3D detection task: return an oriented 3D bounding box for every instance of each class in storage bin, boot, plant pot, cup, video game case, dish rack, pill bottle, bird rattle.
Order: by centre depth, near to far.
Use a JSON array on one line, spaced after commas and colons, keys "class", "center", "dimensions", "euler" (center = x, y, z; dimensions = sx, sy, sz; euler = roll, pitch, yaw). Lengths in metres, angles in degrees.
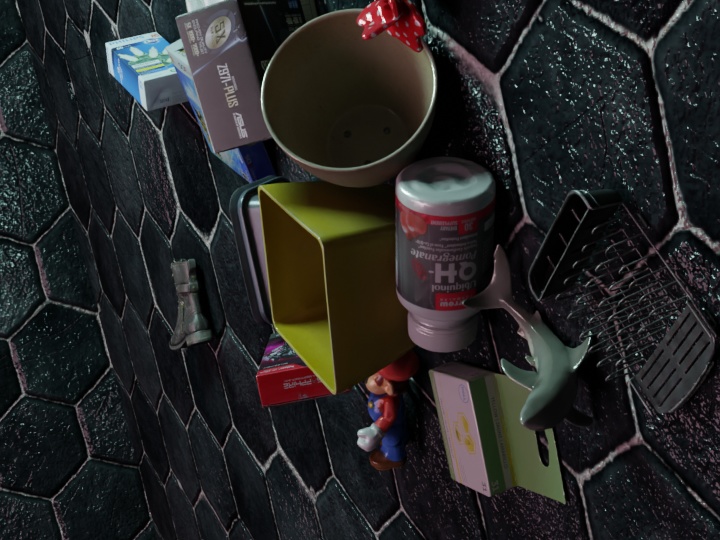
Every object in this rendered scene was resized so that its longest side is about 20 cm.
[{"class": "dish rack", "center": [0.244, 0.035, 1.161], "dimensions": [0.201, 0.054, 0.154], "euler": [60, 154, 27]}, {"class": "bird rattle", "center": [0.051, -0.342, 1.319], "dimensions": [0.201, 0.111, 0.164], "euler": [100, 165, -51]}, {"class": "pill bottle", "center": [0.093, -0.014, 1.391], "dimensions": [0.111, 0.110, 0.202], "euler": [43, 143, 48]}, {"class": "cup", "center": [-0.003, -0.175, 1.434], "dimensions": [0.202, 0.199, 0.143], "euler": [62, 178, 23]}, {"class": "plant pot", "center": [0.000, 0.000, 1.518], "dimensions": [0.200, 0.175, 0.202], "euler": [-139, 40, -55]}, {"class": "storage bin", "center": [-0.074, -0.031, 1.746], "dimensions": [0.133, 0.145, 0.203], "euler": [1, 108, 37]}, {"class": "video game case", "center": [-0.218, -0.246, 1.939], "dimensions": [0.181, 0.045, 0.201], "euler": [41, 157, 53]}, {"class": "boot", "center": [-0.345, 0.063, 2.484], "dimensions": [0.200, 0.069, 0.176], "euler": [-18, 83, 63]}]

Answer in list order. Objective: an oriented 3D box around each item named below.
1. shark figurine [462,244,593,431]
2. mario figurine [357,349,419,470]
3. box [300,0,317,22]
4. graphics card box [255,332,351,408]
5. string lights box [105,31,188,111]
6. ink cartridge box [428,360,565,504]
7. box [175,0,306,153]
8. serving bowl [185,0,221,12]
[{"class": "shark figurine", "center": [0.198, 0.076, 1.295], "dimensions": [0.090, 0.127, 0.216], "euler": [-52, 35, 32]}, {"class": "mario figurine", "center": [0.020, 0.166, 1.682], "dimensions": [0.123, 0.105, 0.202], "euler": [45, 145, 50]}, {"class": "box", "center": [-0.102, -0.291, 1.663], "dimensions": [0.078, 0.094, 0.203], "euler": [11, 114, 64]}, {"class": "graphics card box", "center": [-0.072, 0.127, 1.737], "dimensions": [0.200, 0.124, 0.051], "euler": [-78, -24, -77]}, {"class": "string lights box", "center": [-0.365, -0.350, 2.188], "dimensions": [0.200, 0.102, 0.060], "euler": [43, 143, 48]}, {"class": "ink cartridge box", "center": [0.157, 0.193, 1.468], "dimensions": [0.200, 0.047, 0.147], "euler": [11, 115, 67]}, {"class": "box", "center": [-0.124, -0.242, 1.510], "dimensions": [0.200, 0.085, 0.166], "euler": [-32, -71, -68]}, {"class": "serving bowl", "center": [-0.218, -0.402, 1.877], "dimensions": [0.200, 0.065, 0.202], "euler": [47, 147, 46]}]
